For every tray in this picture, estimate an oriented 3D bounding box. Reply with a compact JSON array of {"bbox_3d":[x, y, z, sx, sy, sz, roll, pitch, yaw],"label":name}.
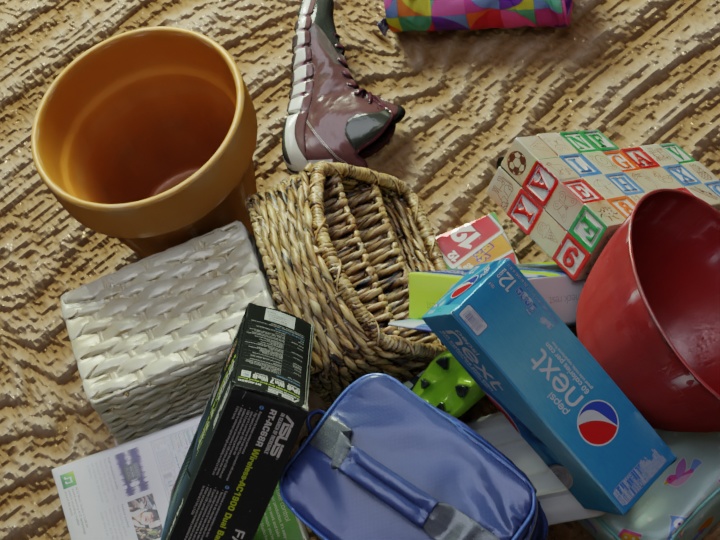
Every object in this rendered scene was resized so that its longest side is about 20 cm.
[{"bbox_3d":[0.116,0.163,1.172,0.200,0.022,0.108,-21,56,40],"label":"tray"}]

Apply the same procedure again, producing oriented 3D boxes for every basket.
[{"bbox_3d":[0.000,0.000,1.240,0.149,0.143,0.200,-22,63,4],"label":"basket"},{"bbox_3d":[-0.158,0.062,1.285,0.200,0.123,0.136,-23,61,1],"label":"basket"}]

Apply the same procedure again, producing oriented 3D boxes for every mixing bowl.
[{"bbox_3d":[0.241,0.049,1.098,0.108,0.200,0.200,-39,53,38],"label":"mixing bowl"}]

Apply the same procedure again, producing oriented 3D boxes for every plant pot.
[{"bbox_3d":[-0.178,-0.093,1.328,0.200,0.183,0.200,-7,58,11],"label":"plant pot"}]

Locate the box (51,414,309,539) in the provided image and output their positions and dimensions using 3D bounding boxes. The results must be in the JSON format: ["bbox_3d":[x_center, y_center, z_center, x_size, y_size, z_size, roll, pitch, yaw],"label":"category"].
[{"bbox_3d":[-0.157,0.210,1.246,0.200,0.036,0.145,-20,75,4],"label":"box"}]

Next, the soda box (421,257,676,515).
[{"bbox_3d":[0.140,0.087,1.055,0.064,0.068,0.200,-42,98,-16],"label":"soda box"}]

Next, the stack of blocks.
[{"bbox_3d":[0.218,-0.063,1.205,0.200,0.059,0.115,-10,48,-43],"label":"stack of blocks"}]

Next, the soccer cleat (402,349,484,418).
[{"bbox_3d":[0.049,0.124,1.217,0.200,0.081,0.068,-39,73,35],"label":"soccer cleat"}]

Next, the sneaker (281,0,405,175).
[{"bbox_3d":[-0.010,-0.183,1.411,0.115,0.076,0.200,3,75,9],"label":"sneaker"}]

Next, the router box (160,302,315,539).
[{"bbox_3d":[-0.100,0.146,1.114,0.062,0.150,0.200,20,111,-9],"label":"router box"}]

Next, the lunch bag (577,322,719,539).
[{"bbox_3d":[0.250,0.136,1.183,0.200,0.077,0.160,-43,60,-11],"label":"lunch bag"}]

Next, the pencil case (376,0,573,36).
[{"bbox_3d":[0.114,-0.281,1.418,0.200,0.088,0.088,-1,64,12],"label":"pencil case"}]

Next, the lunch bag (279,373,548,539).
[{"bbox_3d":[0.037,0.171,1.076,0.200,0.132,0.136,33,78,20],"label":"lunch bag"}]

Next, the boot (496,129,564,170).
[{"bbox_3d":[0.219,-0.061,1.296,0.075,0.074,0.200,-34,60,-20],"label":"boot"}]

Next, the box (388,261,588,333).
[{"bbox_3d":[0.135,0.021,1.185,0.122,0.200,0.048,4,97,51],"label":"box"}]

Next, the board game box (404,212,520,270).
[{"bbox_3d":[0.052,0.026,1.312,0.200,0.030,0.096,-24,62,3],"label":"board game box"}]
